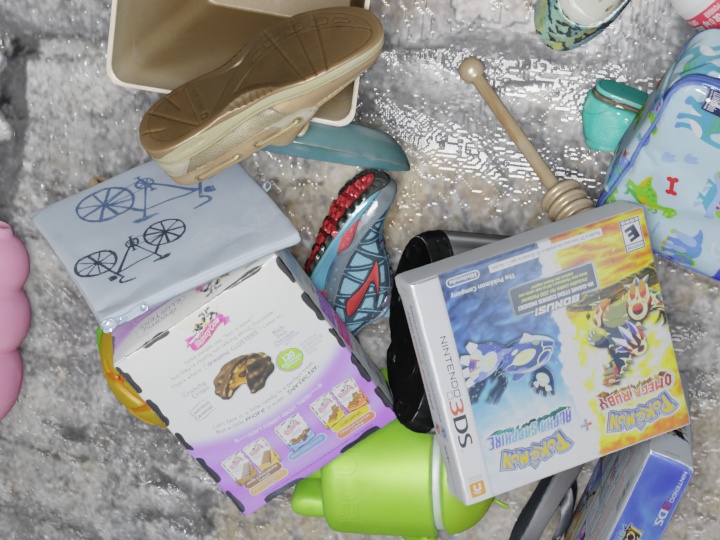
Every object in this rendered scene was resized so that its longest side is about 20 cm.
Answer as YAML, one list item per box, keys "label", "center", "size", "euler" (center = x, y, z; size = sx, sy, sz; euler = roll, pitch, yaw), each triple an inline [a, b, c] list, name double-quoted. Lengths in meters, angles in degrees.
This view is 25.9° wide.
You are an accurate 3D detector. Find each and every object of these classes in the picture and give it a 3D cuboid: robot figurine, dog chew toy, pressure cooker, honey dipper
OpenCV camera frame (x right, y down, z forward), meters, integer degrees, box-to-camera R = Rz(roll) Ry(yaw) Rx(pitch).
- label: "robot figurine"
  center: [0.036, 0.183, 1.432]
  size: [0.198, 0.116, 0.177]
  euler: [-1, 115, 10]
- label: "dog chew toy"
  center: [-0.362, 0.049, 1.456]
  size: [0.123, 0.125, 0.202]
  euler: [20, 104, 2]
- label: "pressure cooker"
  center: [0.133, 0.055, 1.325]
  size: [0.198, 0.176, 0.181]
  euler: [5, 76, -14]
- label: "honey dipper"
  center: [0.138, -0.104, 1.297]
  size: [0.038, 0.038, 0.201]
  euler: [-42, 59, 22]

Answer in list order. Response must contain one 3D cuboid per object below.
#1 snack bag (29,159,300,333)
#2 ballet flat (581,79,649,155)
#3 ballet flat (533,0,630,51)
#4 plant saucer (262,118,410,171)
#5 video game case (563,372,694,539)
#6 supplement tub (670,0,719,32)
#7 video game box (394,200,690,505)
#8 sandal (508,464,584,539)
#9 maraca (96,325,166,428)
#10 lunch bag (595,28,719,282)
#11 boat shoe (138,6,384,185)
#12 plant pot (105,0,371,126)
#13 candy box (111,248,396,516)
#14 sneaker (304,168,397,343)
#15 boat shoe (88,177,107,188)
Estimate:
- label: "snack bag"
  center: [-0.161, -0.035, 1.310]
  size: [0.187, 0.200, 0.022]
  euler: [-25, 129, -17]
- label: "ballet flat"
  center: [0.279, -0.101, 1.312]
  size: [0.198, 0.067, 0.071]
  euler: [17, 119, 9]
- label: "ballet flat"
  center: [0.209, -0.255, 1.262]
  size: [0.074, 0.074, 0.200]
  euler: [37, 112, -5]
- label: "plant saucer"
  center: [-0.054, -0.112, 1.302]
  size: [0.198, 0.200, 0.028]
  euler: [10, 90, 6]
- label: "video game case"
  center: [0.232, 0.205, 1.370]
  size: [0.045, 0.182, 0.201]
  euler: [21, 113, 0]
- label: "supplement tub"
  center: [0.355, -0.200, 1.217]
  size: [0.200, 0.141, 0.141]
  euler: [39, 112, -6]
- label: "video game box"
  center: [0.143, 0.063, 1.211]
  size: [0.198, 0.047, 0.184]
  euler: [-18, 105, -12]
- label: "sandal"
  center: [0.182, 0.215, 1.439]
  size: [0.043, 0.076, 0.201]
  euler: [26, 113, 1]
- label: "maraca"
  center: [-0.179, 0.069, 1.417]
  size: [0.136, 0.108, 0.201]
  euler: [2, 137, 14]
- label: "lunch bag"
  center: [0.286, -0.081, 1.213]
  size: [0.160, 0.083, 0.200]
  euler: [26, 144, -2]
- label: "boat shoe"
  center: [-0.068, -0.130, 1.175]
  size: [0.199, 0.072, 0.065]
  euler: [-25, 141, 8]
- label: "plant pot"
  center: [-0.077, -0.252, 1.253]
  size: [0.198, 0.177, 0.202]
  euler: [11, 113, 4]
- label: "candy box"
  center: [-0.091, 0.086, 1.346]
  size: [0.167, 0.072, 0.201]
  euler: [-33, 119, 6]
- label: "sneaker"
  center: [0.000, 0.000, 1.402]
  size: [0.095, 0.080, 0.201]
  euler: [20, 121, -10]
- label: "boat shoe"
  center: [-0.154, -0.035, 1.402]
  size: [0.198, 0.071, 0.065]
  euler: [13, 105, 4]
